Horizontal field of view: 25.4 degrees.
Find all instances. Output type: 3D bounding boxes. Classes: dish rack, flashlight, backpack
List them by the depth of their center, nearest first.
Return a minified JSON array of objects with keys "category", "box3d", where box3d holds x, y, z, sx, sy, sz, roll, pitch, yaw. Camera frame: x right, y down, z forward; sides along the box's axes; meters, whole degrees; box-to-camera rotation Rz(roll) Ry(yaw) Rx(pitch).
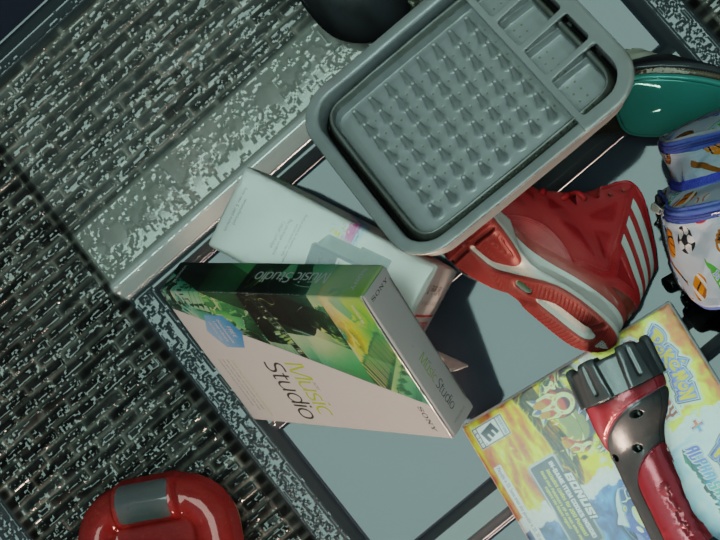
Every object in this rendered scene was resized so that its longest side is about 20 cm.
[{"category":"backpack","box3d":[0.288,-0.045,1.080,0.200,0.191,0.154,-23,102,11]},{"category":"dish rack","box3d":[0.076,-0.112,1.100,0.200,0.044,0.172,-39,58,3]},{"category":"flashlight","box3d":[0.215,0.147,1.117,0.068,0.068,0.200,-27,82,6]}]

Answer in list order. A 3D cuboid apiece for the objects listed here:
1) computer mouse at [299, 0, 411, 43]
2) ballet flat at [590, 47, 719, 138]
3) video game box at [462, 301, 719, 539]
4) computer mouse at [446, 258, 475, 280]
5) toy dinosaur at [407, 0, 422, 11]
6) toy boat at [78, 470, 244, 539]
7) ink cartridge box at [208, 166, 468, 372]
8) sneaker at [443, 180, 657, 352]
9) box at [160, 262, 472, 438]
[{"category":"computer mouse","box3d":[-0.043,-0.256,1.230,0.139,0.053,0.200,-46,76,5]},{"category":"ballet flat","box3d":[0.180,-0.131,1.178,0.199,0.073,0.073,-11,86,11]},{"category":"video game box","box3d":[0.202,0.153,1.175,0.182,0.047,0.200,-32,82,6]},{"category":"computer mouse","box3d":[0.059,-0.083,1.213,0.110,0.044,0.200,-35,82,7]},{"category":"toy dinosaur","box3d":[0.094,-0.144,1.157,0.088,0.047,0.200,-20,57,8]},{"category":"toy boat","box3d":[-0.151,0.255,1.200,0.130,0.131,0.201,-13,85,11]},{"category":"ink cartridge box","box3d":[0.000,0.000,1.185,0.200,0.117,0.067,28,94,9]},{"category":"sneaker","box3d":[0.130,-0.041,1.171,0.200,0.078,0.116,43,61,-5]},{"category":"box","box3d":[-0.033,0.056,1.145,0.200,0.144,0.036,-1,45,41]}]
